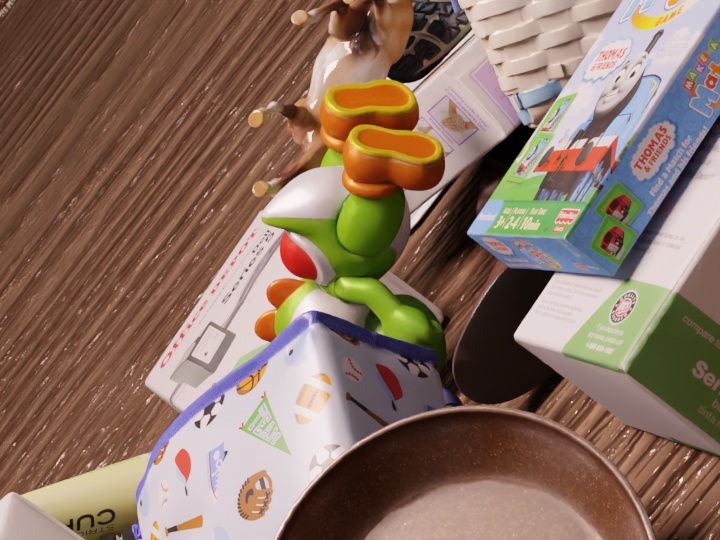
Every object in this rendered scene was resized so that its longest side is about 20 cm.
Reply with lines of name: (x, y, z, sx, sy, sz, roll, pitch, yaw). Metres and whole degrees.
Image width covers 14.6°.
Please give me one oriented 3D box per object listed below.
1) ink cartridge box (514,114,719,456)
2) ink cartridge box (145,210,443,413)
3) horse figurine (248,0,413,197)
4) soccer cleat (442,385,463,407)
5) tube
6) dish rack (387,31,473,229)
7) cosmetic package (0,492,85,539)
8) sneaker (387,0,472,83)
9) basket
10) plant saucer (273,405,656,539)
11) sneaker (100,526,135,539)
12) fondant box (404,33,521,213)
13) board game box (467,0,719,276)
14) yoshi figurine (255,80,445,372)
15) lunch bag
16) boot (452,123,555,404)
ink cartridge box: (0.181, -0.020, 1.368, 0.200, 0.084, 0.146, -55, 17, -6)
ink cartridge box: (-0.047, 0.051, 1.793, 0.146, 0.084, 0.200, -55, 19, -5)
horse figurine: (-0.015, -0.121, 1.674, 0.201, 0.050, 0.132, -67, -18, 15)
soccer cleat: (-0.013, 0.144, 1.584, 0.200, 0.065, 0.084, -47, 22, 19)
tube: (-0.181, 0.158, 1.803, 0.199, 0.058, 0.052, -15, 17, -25)
dish rack: (0.038, -0.113, 1.945, 0.172, 0.043, 0.200, -52, 20, 4)
cosmetic package: (-0.207, 0.279, 1.655, 0.165, 0.165, 0.200, -42, 22, 28)
sneaker: (0.078, -0.195, 1.745, 0.077, 0.086, 0.201, 26, 80, 31)
basket: (0.121, -0.189, 1.566, 0.175, 0.201, 0.139, -13, 9, 9)
plant saucer: (0.048, 0.163, 1.312, 0.199, 0.037, 0.201, -8, 63, 16)
sneaker: (-0.165, 0.230, 1.788, 0.199, 0.091, 0.078, -21, 30, 19)
fondant box: (0.064, -0.102, 1.731, 0.144, 0.058, 0.200, -45, 2, -33)
board game box: (0.142, -0.090, 1.402, 0.200, 0.037, 0.151, -55, 14, -8)
yoshi figurine: (0.013, -0.002, 1.627, 0.112, 0.112, 0.201, -34, -36, -48)
lunch bag: (-0.037, 0.148, 1.481, 0.200, 0.124, 0.171, -37, 49, 31)
boot: (0.092, -0.016, 1.620, 0.187, 0.064, 0.200, -52, 17, -4)
